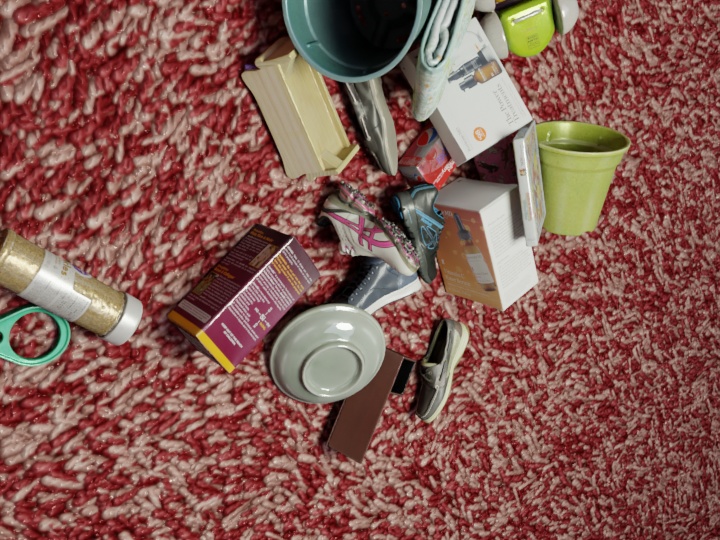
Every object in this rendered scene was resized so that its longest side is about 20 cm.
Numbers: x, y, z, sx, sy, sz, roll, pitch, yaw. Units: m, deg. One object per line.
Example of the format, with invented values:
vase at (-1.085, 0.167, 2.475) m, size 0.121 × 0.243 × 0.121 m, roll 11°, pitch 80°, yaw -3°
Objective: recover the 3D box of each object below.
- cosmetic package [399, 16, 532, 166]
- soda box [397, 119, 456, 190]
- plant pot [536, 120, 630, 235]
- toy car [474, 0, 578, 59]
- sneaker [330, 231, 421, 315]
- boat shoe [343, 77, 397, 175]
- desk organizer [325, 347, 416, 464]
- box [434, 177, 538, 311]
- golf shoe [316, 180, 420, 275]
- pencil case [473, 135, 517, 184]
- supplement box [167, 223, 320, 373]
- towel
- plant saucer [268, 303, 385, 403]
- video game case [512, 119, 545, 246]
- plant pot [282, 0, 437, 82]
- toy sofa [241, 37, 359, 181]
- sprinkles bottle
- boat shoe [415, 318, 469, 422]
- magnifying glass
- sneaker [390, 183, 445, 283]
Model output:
cosmetic package at (0.179, -0.303, 1.199) m, size 0.150 × 0.052 × 0.202 m, roll -32°, pitch 92°, yaw -14°
soda box at (0.152, -0.234, 1.253) m, size 0.201 × 0.063 × 0.070 m, roll -53°, pitch 125°, yaw -14°
plant pot at (0.419, -0.179, 1.412) m, size 0.198 × 0.200 × 0.187 m, roll -19°, pitch 125°, yaw -33°
toy car at (0.272, -0.480, 1.237) m, size 0.172 × 0.151 × 0.202 m, roll -21°, pitch 115°, yaw 6°
sneaker at (0.000, -0.001, 1.187) m, size 0.200 × 0.077 × 0.148 m, roll -27°, pitch 112°, yaw -25°
boat shoe at (0.017, -0.250, 1.157) m, size 0.067 × 0.056 × 0.203 m, roll -65°, pitch 145°, yaw -54°
desk organizer at (0.020, 0.233, 1.247) m, size 0.072 × 0.076 × 0.203 m, roll 28°, pitch 83°, yaw -61°
box at (0.220, -0.052, 1.295) m, size 0.106 × 0.151 × 0.203 m, roll -33°, pitch 119°, yaw -27°
golf shoe at (0.013, -0.050, 1.118) m, size 0.092 × 0.200 × 0.072 m, roll -51°, pitch 151°, yaw 11°
pencil case at (0.270, -0.191, 1.346) m, size 0.083 × 0.085 × 0.202 m, roll -74°, pitch 144°, yaw -52°
supplement box at (-0.170, 0.036, 1.040) m, size 0.200 × 0.110 × 0.086 m, roll -47°, pitch 126°, yaw -18°
towel at (0.130, -0.350, 1.076) m, size 0.171 × 0.047 × 0.203 m, roll 80°, pitch 31°, yaw -76°
plant saucer at (-0.049, 0.150, 1.150) m, size 0.196 × 0.050 × 0.203 m, roll -8°, pitch 122°, yaw -13°
video game case at (0.303, -0.161, 1.256) m, size 0.200 × 0.022 × 0.185 m, roll -47°, pitch 129°, yaw -62°
plant pot at (0.017, -0.383, 1.005) m, size 0.196 × 0.197 × 0.204 m, roll -47°, pitch 134°, yaw -61°
toy sofa at (-0.088, -0.242, 1.063) m, size 0.083 × 0.096 × 0.202 m, roll -56°, pitch 132°, yaw -44°
sprinkles bottle at (-0.378, 0.025, 0.902) m, size 0.199 × 0.068 × 0.069 m, roll 37°, pitch 79°, yaw -38°
boat shoe at (0.143, 0.187, 1.354) m, size 0.065 × 0.071 × 0.204 m, roll 25°, pitch 85°, yaw -29°
magnifying glass at (-0.465, 0.083, 0.879) m, size 0.197 × 0.022 × 0.081 m, roll 2°, pitch 101°, yaw -37°
sneaker at (0.117, -0.060, 1.237) m, size 0.081 × 0.074 × 0.202 m, roll -24°, pitch 132°, yaw -7°
